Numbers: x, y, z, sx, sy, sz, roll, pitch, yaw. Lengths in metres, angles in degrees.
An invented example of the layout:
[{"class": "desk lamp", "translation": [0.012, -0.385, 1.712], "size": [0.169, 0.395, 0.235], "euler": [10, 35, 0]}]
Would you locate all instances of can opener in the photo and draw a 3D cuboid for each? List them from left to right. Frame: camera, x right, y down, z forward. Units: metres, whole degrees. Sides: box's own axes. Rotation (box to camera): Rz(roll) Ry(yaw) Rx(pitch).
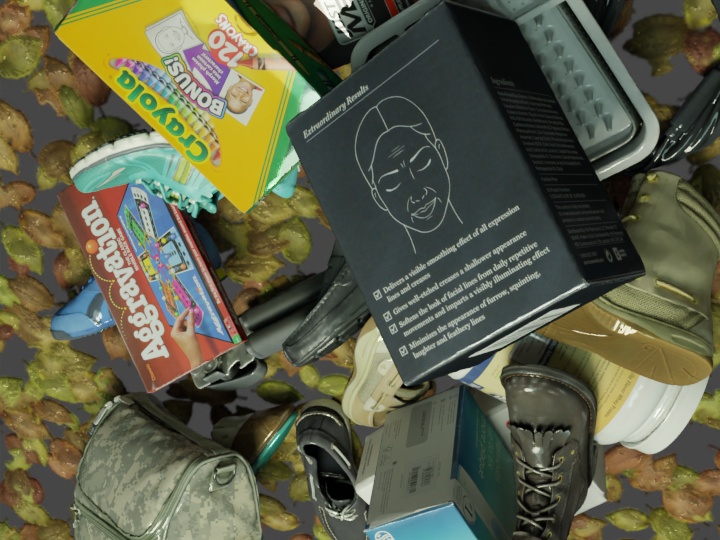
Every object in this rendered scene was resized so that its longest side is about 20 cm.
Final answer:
[{"class": "can opener", "translation": [-0.083, 0.062, 1.014], "size": [0.199, 0.054, 0.067], "euler": [-26, 145, 24]}]

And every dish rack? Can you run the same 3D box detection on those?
[{"class": "dish rack", "translation": [0.109, -0.137, 0.784], "size": [0.171, 0.044, 0.200], "euler": [-27, 121, 27]}]

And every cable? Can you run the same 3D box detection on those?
[{"class": "cable", "translation": [0.234, -0.162, 0.808], "size": [0.162, 0.051, 0.201], "euler": [5, 128, -1]}]

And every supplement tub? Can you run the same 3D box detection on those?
[{"class": "supplement tub", "translation": [0.180, 0.060, 0.893], "size": [0.199, 0.145, 0.145], "euler": [25, 123, -4]}]

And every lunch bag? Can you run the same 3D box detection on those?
[{"class": "lunch bag", "translation": [-0.192, 0.225, 1.036], "size": [0.199, 0.139, 0.169], "euler": [19, 104, 47]}]

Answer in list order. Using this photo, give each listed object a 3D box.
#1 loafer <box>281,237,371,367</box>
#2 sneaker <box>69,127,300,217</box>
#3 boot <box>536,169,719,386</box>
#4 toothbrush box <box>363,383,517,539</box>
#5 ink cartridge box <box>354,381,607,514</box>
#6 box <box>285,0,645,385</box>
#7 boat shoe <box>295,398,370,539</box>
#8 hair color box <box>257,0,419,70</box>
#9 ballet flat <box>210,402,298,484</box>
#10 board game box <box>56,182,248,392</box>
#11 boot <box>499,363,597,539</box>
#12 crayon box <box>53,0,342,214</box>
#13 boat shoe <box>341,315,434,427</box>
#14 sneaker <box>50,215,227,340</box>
[{"class": "loafer", "translation": [0.000, 0.000, 0.913], "size": [0.070, 0.068, 0.201], "euler": [44, 93, 8]}, {"class": "sneaker", "translation": [-0.149, -0.084, 0.886], "size": [0.199, 0.078, 0.080], "euler": [-7, 96, 6]}, {"class": "boot", "translation": [0.190, -0.018, 0.809], "size": [0.199, 0.156, 0.073], "euler": [24, 148, -3]}, {"class": "toothbrush box", "translation": [0.095, 0.226, 0.909], "size": [0.085, 0.147, 0.201], "euler": [-21, 116, 22]}, {"class": "ink cartridge box", "translation": [0.118, 0.190, 1.021], "size": [0.200, 0.084, 0.146], "euler": [-34, 111, 27]}, {"class": "box", "translation": [0.067, -0.049, 0.700], "size": [0.148, 0.107, 0.201], "euler": [-32, 76, 32]}, {"class": "boat shoe", "translation": [-0.029, 0.229, 1.087], "size": [0.072, 0.063, 0.201], "euler": [-5, 120, 14]}, {"class": "hair color box", "translation": [-0.052, -0.205, 0.826], "size": [0.199, 0.061, 0.102], "euler": [-18, 117, 21]}, {"class": "ballet flat", "translation": [-0.130, 0.198, 1.097], "size": [0.072, 0.068, 0.201], "euler": [35, 128, 12]}, {"class": "board game box", "translation": [-0.187, -0.004, 0.935], "size": [0.103, 0.019, 0.201], "euler": [-29, 83, 14]}, {"class": "boot", "translation": [0.138, 0.187, 0.805], "size": [0.069, 0.175, 0.200], "euler": [1, 139, 27]}, {"class": "crayon box", "translation": [-0.115, -0.156, 0.794], "size": [0.200, 0.058, 0.119], "euler": [43, 117, -13]}, {"class": "boat shoe", "translation": [0.030, 0.099, 0.954], "size": [0.065, 0.072, 0.200], "euler": [33, 150, 15]}, {"class": "sneaker", "translation": [-0.221, 0.006, 0.994], "size": [0.199, 0.066, 0.079], "euler": [-22, 101, 23]}]
